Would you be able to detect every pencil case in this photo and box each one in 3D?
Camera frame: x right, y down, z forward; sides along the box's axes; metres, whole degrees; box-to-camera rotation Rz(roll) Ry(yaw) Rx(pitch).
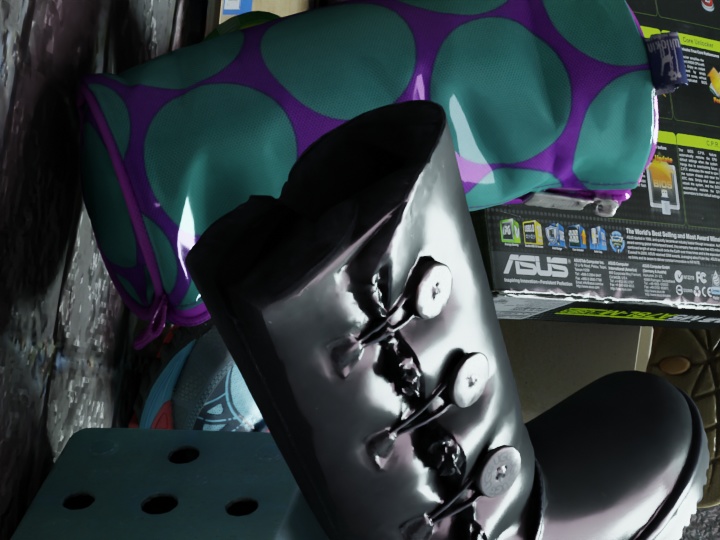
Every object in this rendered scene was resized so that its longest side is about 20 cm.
[{"bbox_3d":[0.005,-0.044,0.752,0.085,0.199,0.093,136,-63,-69],"label":"pencil case"}]

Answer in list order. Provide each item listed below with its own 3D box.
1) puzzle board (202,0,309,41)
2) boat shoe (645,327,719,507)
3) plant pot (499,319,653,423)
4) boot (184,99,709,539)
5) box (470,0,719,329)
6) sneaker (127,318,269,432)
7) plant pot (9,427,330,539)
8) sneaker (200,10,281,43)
[{"bbox_3d":[-0.047,-0.093,0.933,0.151,0.017,0.202,-32,128,-76],"label":"puzzle board"},{"bbox_3d":[0.196,0.031,1.229,0.068,0.071,0.202,45,50,-76],"label":"boat shoe"},{"bbox_3d":[0.070,0.014,1.212,0.200,0.176,0.201,77,22,-65],"label":"plant pot"},{"bbox_3d":[0.038,0.028,0.728,0.165,0.065,0.201,-50,129,-34],"label":"boot"},{"bbox_3d":[0.108,-0.073,1.061,0.199,0.047,0.195,3,74,-42],"label":"box"},{"bbox_3d":[-0.029,0.075,0.895,0.201,0.095,0.080,85,29,-51],"label":"sneaker"},{"bbox_3d":[-0.055,0.161,0.763,0.142,0.140,0.201,-66,152,-58],"label":"plant pot"},{"bbox_3d":[-0.031,-0.049,0.870,0.200,0.074,0.084,62,13,-65],"label":"sneaker"}]
